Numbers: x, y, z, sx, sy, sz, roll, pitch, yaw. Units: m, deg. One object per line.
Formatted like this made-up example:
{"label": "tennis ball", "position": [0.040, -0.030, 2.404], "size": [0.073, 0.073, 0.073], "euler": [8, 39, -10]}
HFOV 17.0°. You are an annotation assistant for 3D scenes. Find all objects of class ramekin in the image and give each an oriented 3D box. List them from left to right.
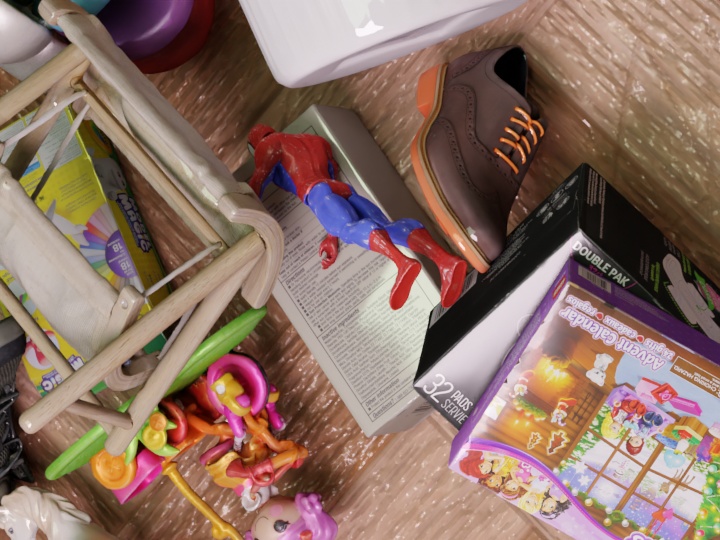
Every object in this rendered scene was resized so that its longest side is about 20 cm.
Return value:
{"label": "ramekin", "position": [0.016, -0.190, 1.526], "size": [0.200, 0.200, 0.098], "euler": [-20, 90, 24]}

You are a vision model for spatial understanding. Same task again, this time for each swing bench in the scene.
{"label": "swing bench", "position": [-0.170, -0.027, 1.515], "size": [0.200, 0.130, 0.199], "euler": [-46, 66, 8]}

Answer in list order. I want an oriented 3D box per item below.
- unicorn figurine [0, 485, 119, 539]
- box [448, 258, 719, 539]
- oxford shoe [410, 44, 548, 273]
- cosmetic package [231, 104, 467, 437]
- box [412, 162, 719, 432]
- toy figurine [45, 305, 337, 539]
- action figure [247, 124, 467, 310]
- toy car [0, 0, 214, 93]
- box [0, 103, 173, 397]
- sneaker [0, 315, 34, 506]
{"label": "unicorn figurine", "position": [-0.183, 0.206, 1.637], "size": [0.074, 0.200, 0.138], "euler": [-45, 105, -20]}
{"label": "box", "position": [0.169, 0.101, 1.384], "size": [0.199, 0.039, 0.137], "euler": [29, 112, -6]}
{"label": "oxford shoe", "position": [0.078, -0.079, 1.511], "size": [0.072, 0.071, 0.200], "euler": [-27, 36, 20]}
{"label": "cosmetic package", "position": [0.000, 0.000, 1.599], "size": [0.103, 0.073, 0.200], "euler": [-38, 75, 20]}
{"label": "box", "position": [0.155, 0.066, 1.460], "size": [0.200, 0.124, 0.149], "euler": [42, 111, -9]}
{"label": "toy figurine", "position": [-0.082, 0.150, 1.614], "size": [0.200, 0.150, 0.184], "euler": [-39, 86, 27]}
{"label": "action figure", "position": [-0.023, -0.019, 1.524], "size": [0.200, 0.065, 0.099], "euler": [46, 123, 40]}
{"label": "toy car", "position": [-0.173, -0.195, 1.613], "size": [0.150, 0.200, 0.175], "euler": [33, 89, 16]}
{"label": "box", "position": [-0.207, -0.011, 1.712], "size": [0.117, 0.048, 0.201], "euler": [-27, 77, 23]}
{"label": "sneaker", "position": [-0.264, 0.109, 1.699], "size": [0.114, 0.076, 0.199], "euler": [53, 139, 7]}
